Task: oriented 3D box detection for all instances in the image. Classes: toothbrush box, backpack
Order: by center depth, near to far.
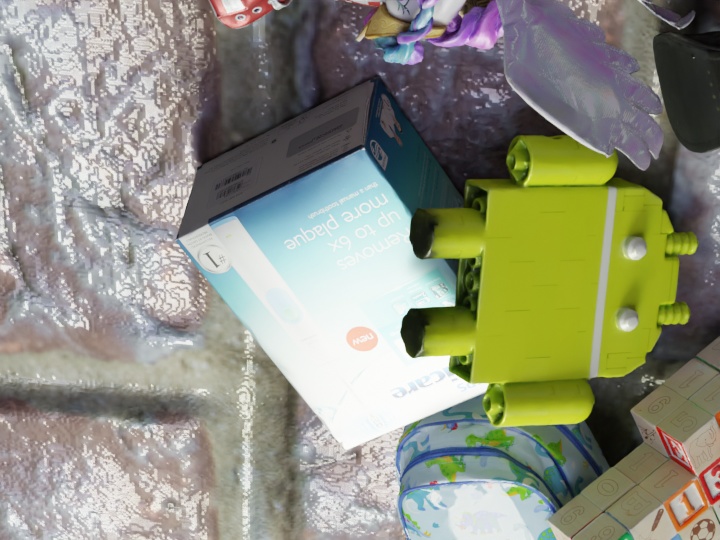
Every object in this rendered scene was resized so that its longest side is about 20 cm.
[{"bbox_3d":[0.000,0.000,1.269,0.146,0.086,0.200,-23,121,23],"label":"toothbrush box"},{"bbox_3d":[0.101,0.159,1.349,0.162,0.154,0.202,-1,115,28],"label":"backpack"}]

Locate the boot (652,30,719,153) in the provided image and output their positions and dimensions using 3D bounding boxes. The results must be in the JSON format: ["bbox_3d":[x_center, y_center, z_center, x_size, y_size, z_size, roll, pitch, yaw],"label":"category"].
[{"bbox_3d":[0.274,-0.123,1.123,0.173,0.200,0.070,-18,103,-15],"label":"boot"}]

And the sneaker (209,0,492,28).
[{"bbox_3d":[-0.012,-0.174,1.150,0.199,0.072,0.112,27,139,-26],"label":"sneaker"}]

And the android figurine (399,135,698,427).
[{"bbox_3d":[0.121,0.006,1.222,0.198,0.041,0.184,1,102,-25],"label":"android figurine"}]

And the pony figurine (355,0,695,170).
[{"bbox_3d":[0.100,-0.170,1.043,0.192,0.167,0.201,24,127,-3],"label":"pony figurine"}]

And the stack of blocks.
[{"bbox_3d":[0.221,0.133,1.282,0.199,0.059,0.116,-37,122,-11],"label":"stack of blocks"}]
